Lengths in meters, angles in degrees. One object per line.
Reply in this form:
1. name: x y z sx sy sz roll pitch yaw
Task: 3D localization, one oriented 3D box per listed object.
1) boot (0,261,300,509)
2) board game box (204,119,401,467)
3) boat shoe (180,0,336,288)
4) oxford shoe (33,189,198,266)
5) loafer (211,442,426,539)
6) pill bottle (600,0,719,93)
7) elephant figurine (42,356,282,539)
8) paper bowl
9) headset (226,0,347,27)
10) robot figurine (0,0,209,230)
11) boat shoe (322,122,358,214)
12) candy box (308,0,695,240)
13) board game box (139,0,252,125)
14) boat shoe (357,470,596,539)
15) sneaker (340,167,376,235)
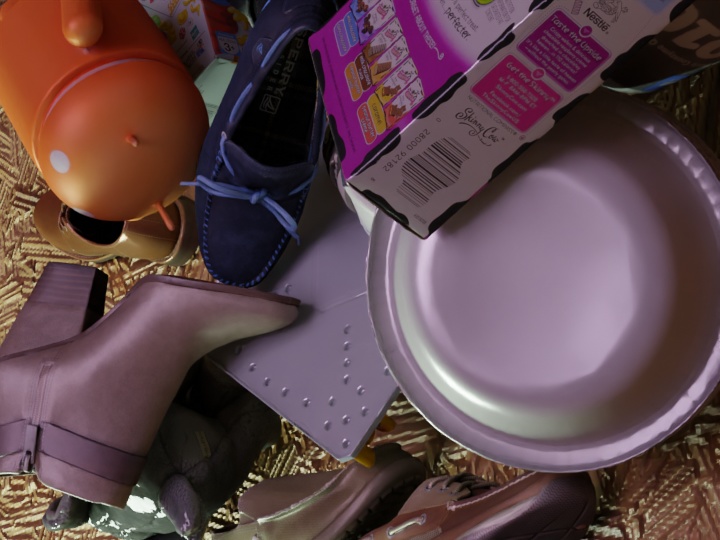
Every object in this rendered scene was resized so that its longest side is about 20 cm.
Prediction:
1. boot: -0.141 0.075 1.264 0.200 0.070 0.147 6 80 24
2. board game box: 0.000 0.000 1.255 0.200 0.026 0.200 -55 40 -2
3. boat shoe: -0.063 -0.075 1.229 0.069 0.084 0.200 -97 15 -63
4. oxford shoe: -0.201 -0.044 1.529 0.200 0.071 0.072 4 86 53
5. loafer: -0.038 0.155 1.261 0.200 0.076 0.068 -41 72 38
6. pill bottle: 0.165 -0.160 1.068 0.200 0.114 0.114 -23 63 46
7. elephant figurine: -0.147 0.144 1.382 0.142 0.155 0.200 49 131 13
8. paper bowl: 0.100 0.004 1.044 0.200 0.104 0.201 1 92 17
9. headset: -0.013 -0.196 1.299 0.200 0.123 0.094 39 143 18
10. robot figurine: -0.168 -0.112 1.301 0.144 0.116 0.200 -60 43 25
11. boat shoe: 0.050 -0.124 1.218 0.202 0.072 0.060 -49 42 13
12. candy box: 0.071 -0.129 0.996 0.200 0.061 0.137 -42 34 21
13. board game box: -0.107 -0.185 1.420 0.105 0.103 0.200 -43 51 38
14. boat shoe: 0.053 0.150 1.162 0.200 0.076 0.072 -37 52 38
15. sneaker: 0.077 -0.032 1.137 0.200 0.071 0.073 5 72 29
